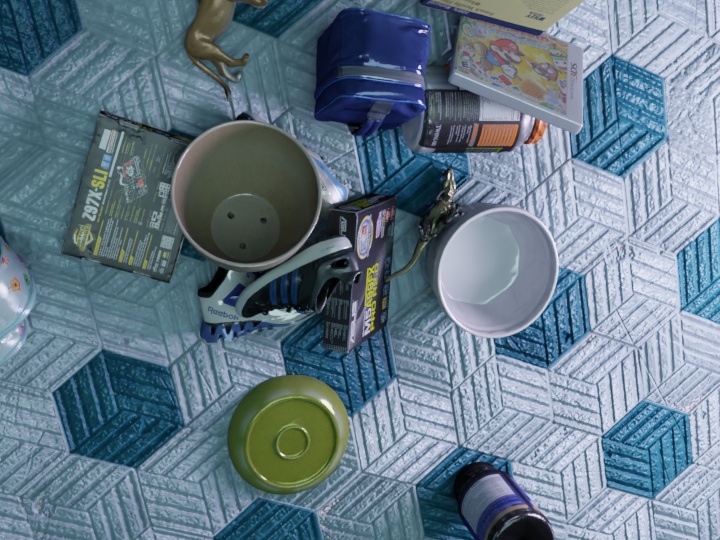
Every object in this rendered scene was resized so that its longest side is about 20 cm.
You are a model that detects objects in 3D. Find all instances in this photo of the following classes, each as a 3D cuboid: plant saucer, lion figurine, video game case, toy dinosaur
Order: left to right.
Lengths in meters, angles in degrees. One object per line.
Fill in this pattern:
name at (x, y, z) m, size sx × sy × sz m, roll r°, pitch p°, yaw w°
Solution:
lion figurine at (-0.196, -0.342, 1.272) m, size 0.120 × 0.073 × 0.203 m, roll 18°, pitch 104°, yaw -11°
plant saucer at (-0.109, 0.264, 1.479) m, size 0.195 × 0.031 × 0.205 m, roll -4°, pitch 105°, yaw -14°
toy dinosaur at (0.106, -0.065, 1.395) m, size 0.047 × 0.088 × 0.202 m, roll 35°, pitch 75°, yaw -8°
video game case at (0.224, -0.292, 1.336) m, size 0.196 × 0.184 × 0.023 m, roll 20°, pitch 138°, yaw -8°

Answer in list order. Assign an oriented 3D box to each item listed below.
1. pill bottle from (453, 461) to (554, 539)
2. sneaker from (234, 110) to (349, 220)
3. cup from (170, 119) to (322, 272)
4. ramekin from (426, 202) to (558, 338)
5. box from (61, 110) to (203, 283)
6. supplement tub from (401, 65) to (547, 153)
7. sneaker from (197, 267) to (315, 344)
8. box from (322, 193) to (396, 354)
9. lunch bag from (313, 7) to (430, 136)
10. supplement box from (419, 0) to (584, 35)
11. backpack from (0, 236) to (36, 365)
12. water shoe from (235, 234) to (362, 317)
pill bottle at (0.221, 0.389, 1.511) m, size 0.109 × 0.200 × 0.114 m, roll -4°, pitch 106°, yaw -13°
sneaker at (-0.099, -0.157, 1.357) m, size 0.200 × 0.072 × 0.073 m, roll 42°, pitch 51°, yaw -13°
cup at (-0.156, -0.082, 1.289) m, size 0.196 × 0.143 × 0.205 m, roll 2°, pitch 73°, yaw -7°
ramekin at (0.193, -0.009, 1.448) m, size 0.196 × 0.105 × 0.205 m, roll -4°, pitch 106°, yaw -15°
box at (-0.313, -0.100, 1.316) m, size 0.157 × 0.049 × 0.204 m, roll 15°, pitch 100°, yaw -16°
supplement tub at (0.165, -0.233, 1.371) m, size 0.196 × 0.123 × 0.125 m, roll -2°, pitch 105°, yaw -15°
sneaker at (-0.151, 0.026, 1.376) m, size 0.195 × 0.081 × 0.117 m, roll -17°, pitch 111°, yaw -9°
box at (0.000, 0.000, 1.373) m, size 0.043 × 0.160 × 0.205 m, roll 9°, pitch 104°, yaw 20°
lunch bag at (0.009, -0.257, 1.288) m, size 0.133 × 0.200 × 0.136 m, roll 6°, pitch 85°, yaw -14°
supplement box at (0.208, -0.436, 1.268) m, size 0.196 × 0.199 × 0.137 m, roll 10°, pitch 79°, yaw -17°
backpack at (-0.520, 0.050, 1.236) m, size 0.199 × 0.176 × 0.154 m, roll -41°, pitch 128°, yaw -2°
water shoe at (-0.087, 0.029, 1.283) m, size 0.198 × 0.071 × 0.080 m, roll -33°, pitch 79°, yaw 24°
